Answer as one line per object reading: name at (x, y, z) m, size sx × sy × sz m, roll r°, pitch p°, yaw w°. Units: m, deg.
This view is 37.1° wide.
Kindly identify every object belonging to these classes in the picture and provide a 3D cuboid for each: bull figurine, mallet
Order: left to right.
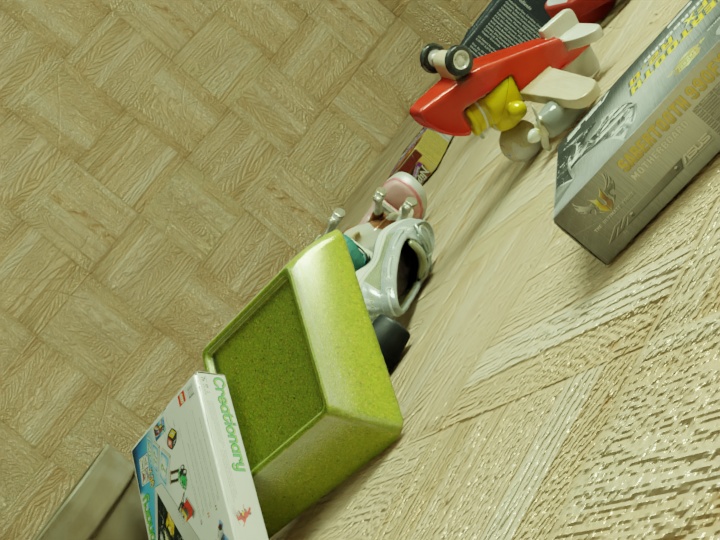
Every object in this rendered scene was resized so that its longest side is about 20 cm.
mallet at (0.002, 0.096, 1.108) m, size 0.066 × 0.041 × 0.200 m, roll -56°, pitch 2°, yaw -18°
bull figurine at (0.011, -0.037, 1.327) m, size 0.199 × 0.065 × 0.122 m, roll -36°, pitch -27°, yaw -32°

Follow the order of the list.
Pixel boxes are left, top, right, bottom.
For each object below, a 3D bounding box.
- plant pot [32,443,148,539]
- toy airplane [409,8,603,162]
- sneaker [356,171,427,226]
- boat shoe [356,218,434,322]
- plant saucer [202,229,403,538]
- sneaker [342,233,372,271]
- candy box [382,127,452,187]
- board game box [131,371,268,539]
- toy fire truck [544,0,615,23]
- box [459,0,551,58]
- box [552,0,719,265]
plant pot at (-0.242, 0.303, 1.043) m, size 0.201 × 0.173 × 0.200 m, roll -50°, pitch 6°, yaw 7°
toy airplane at (0.169, -0.188, 1.131) m, size 0.196 × 0.143 × 0.200 m, roll -5°, pitch 20°, yaw 25°
sneaker at (0.028, -0.053, 1.570) m, size 0.105 × 0.075 × 0.201 m, roll -50°, pitch -4°, yaw -35°
boat shoe at (0.046, 0.000, 1.158) m, size 0.064 × 0.075 × 0.202 m, roll -9°, pitch 19°, yaw 27°
plant saucer at (-0.067, 0.095, 0.915) m, size 0.200 × 0.047 × 0.202 m, roll -43°, pitch 51°, yaw 33°
sneaker at (0.000, 0.000, 1.226) m, size 0.080 × 0.071 × 0.201 m, roll -45°, pitch -23°, yaw -13°
candy box at (0.109, -0.207, 1.984) m, size 0.117 × 0.056 × 0.200 m, roll -49°, pitch 5°, yaw 32°
board game box at (-0.135, 0.205, 0.902) m, size 0.126 × 0.034 × 0.202 m, roll -47°, pitch 48°, yaw 34°
toy fire truck at (0.319, -0.400, 1.340) m, size 0.201 × 0.112 × 0.167 m, roll -54°, pitch 25°, yaw -16°
box at (0.254, -0.381, 1.599) m, size 0.200 × 0.117 × 0.197 m, roll -49°, pitch 6°, yaw 30°
box at (0.207, -0.115, 0.692) m, size 0.200 × 0.048 × 0.159 m, roll -50°, pitch 6°, yaw 26°
